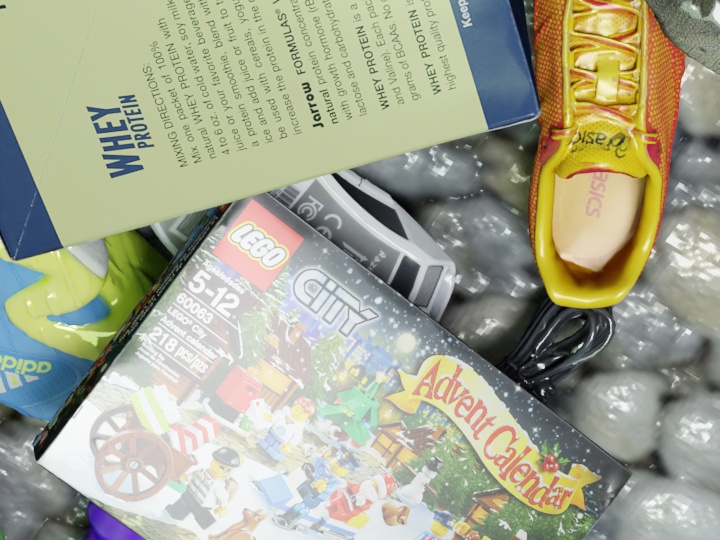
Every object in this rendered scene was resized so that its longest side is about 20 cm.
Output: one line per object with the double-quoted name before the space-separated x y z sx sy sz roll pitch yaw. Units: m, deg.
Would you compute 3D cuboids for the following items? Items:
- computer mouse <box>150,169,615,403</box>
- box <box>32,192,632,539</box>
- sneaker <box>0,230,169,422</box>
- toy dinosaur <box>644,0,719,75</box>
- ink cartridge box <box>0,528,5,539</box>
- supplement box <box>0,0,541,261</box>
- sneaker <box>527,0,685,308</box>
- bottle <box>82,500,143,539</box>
"computer mouse" 0.000 0.000 0.871 0.200 0.044 0.110 38 108 -15
"box" -0.010 0.075 0.836 0.200 0.038 0.137 37 90 -14
"sneaker" -0.158 -0.009 0.853 0.105 0.076 0.200 -32 113 17
"toy dinosaur" 0.153 -0.106 0.768 0.200 0.077 0.103 12 82 -39
"ink cartridge box" -0.247 0.078 0.874 0.144 0.084 0.201 -4 119 24
"supplement box" -0.060 -0.140 0.750 0.199 0.134 0.201 -15 116 8
"sneaker" 0.100 -0.079 0.813 0.073 0.077 0.201 -2 116 4
"bottle" -0.090 0.149 0.939 0.083 0.065 0.201 6 117 -1
